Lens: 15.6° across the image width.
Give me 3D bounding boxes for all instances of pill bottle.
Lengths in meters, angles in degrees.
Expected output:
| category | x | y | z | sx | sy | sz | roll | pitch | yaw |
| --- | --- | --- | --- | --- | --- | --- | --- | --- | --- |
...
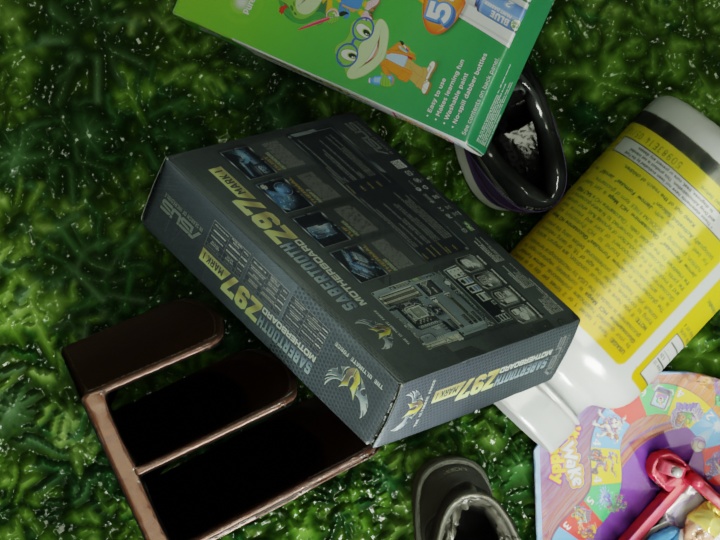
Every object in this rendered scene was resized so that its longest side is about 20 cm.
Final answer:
| category | x | y | z | sx | sy | sz | roll | pitch | yaw |
| --- | --- | --- | --- | --- | --- | --- | --- | --- | --- |
| pill bottle | 0.148 | 0.005 | 1.528 | 0.112 | 0.112 | 0.200 | 44 | 87 | -11 |

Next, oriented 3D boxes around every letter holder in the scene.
| category | x | y | z | sx | sy | sz | roll | pitch | yaw |
| --- | --- | --- | --- | --- | --- | --- | --- | --- | --- |
| letter holder | -0.078 | 0.071 | 1.452 | 0.141 | 0.200 | 0.101 | -25 | 99 | -6 |

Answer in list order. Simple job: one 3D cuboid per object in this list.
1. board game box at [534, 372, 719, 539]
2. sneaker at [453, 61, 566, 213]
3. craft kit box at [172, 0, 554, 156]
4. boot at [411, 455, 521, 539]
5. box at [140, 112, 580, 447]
| category | x | y | z | sx | sy | sz | roll | pitch | yaw |
| --- | --- | --- | --- | --- | --- | --- | --- | --- | --- |
| board game box | 0.187 | 0.164 | 1.578 | 0.157 | 0.039 | 0.202 | -3 | 95 | -9 |
| sneaker | 0.068 | -0.127 | 1.514 | 0.075 | 0.088 | 0.201 | -30 | 99 | -5 |
| craft kit box | 0.021 | -0.195 | 1.479 | 0.197 | 0.048 | 0.201 | 24 | 91 | 21 |
| boot | 0.069 | 0.196 | 1.488 | 0.072 | 0.200 | 0.183 | -15 | 98 | -7 |
| box | 0.000 | 0.000 | 1.442 | 0.200 | 0.157 | 0.051 | 42 | 126 | 26 |
